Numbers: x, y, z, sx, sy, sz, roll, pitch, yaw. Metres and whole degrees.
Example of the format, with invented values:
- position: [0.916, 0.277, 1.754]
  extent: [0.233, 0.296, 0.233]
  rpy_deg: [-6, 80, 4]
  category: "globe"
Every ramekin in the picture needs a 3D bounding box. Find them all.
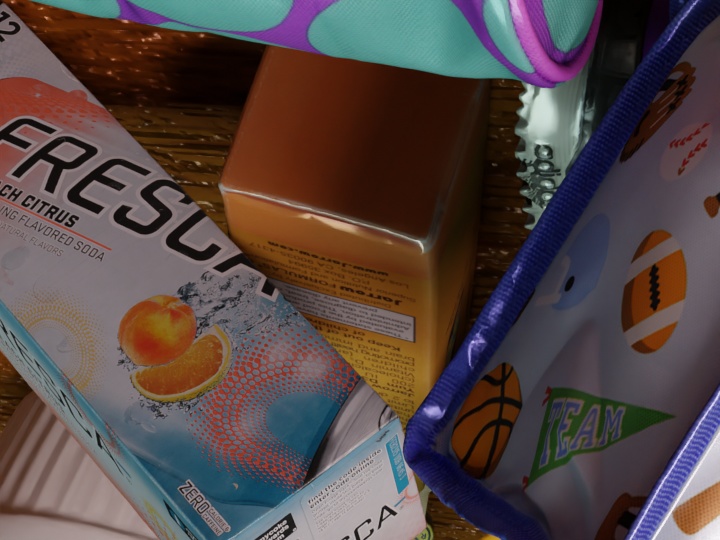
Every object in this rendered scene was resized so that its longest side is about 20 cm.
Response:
- position: [-0.073, 0.116, 1.060]
  extent: [0.202, 0.094, 0.202]
  rpy_deg: [15, 157, 6]
  category: "ramekin"

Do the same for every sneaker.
- position: [0.101, -0.009, 0.688]
  extent: [0.099, 0.070, 0.200]
  rpy_deg: [9, 156, 15]
  category: "sneaker"

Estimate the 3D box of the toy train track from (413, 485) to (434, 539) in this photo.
- position: [0.039, 0.075, 0.894]
  extent: [0.200, 0.115, 0.033]
  rpy_deg: [3, 122, -6]
  category: "toy train track"

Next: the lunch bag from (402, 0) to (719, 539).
- position: [0.135, 0.007, 0.562]
  extent: [0.170, 0.200, 0.124]
  rpy_deg: [29, -175, -27]
  category: "lunch bag"

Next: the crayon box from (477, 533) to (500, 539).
- position: [0.069, 0.096, 0.765]
  extent: [0.052, 0.126, 0.200]
  rpy_deg: [52, -177, 13]
  category: "crayon box"

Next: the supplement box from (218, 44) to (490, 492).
- position: [0.000, 0.000, 0.785]
  extent: [0.069, 0.067, 0.200]
  rpy_deg: [14, 156, 9]
  category: "supplement box"

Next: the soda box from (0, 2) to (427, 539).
- position: [-0.068, 0.013, 0.735]
  extent: [0.200, 0.064, 0.068]
  rpy_deg: [45, 163, 30]
  category: "soda box"

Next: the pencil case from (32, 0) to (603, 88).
- position: [-0.042, -0.094, 0.581]
  extent: [0.200, 0.085, 0.092]
  rpy_deg: [9, -175, 18]
  category: "pencil case"
